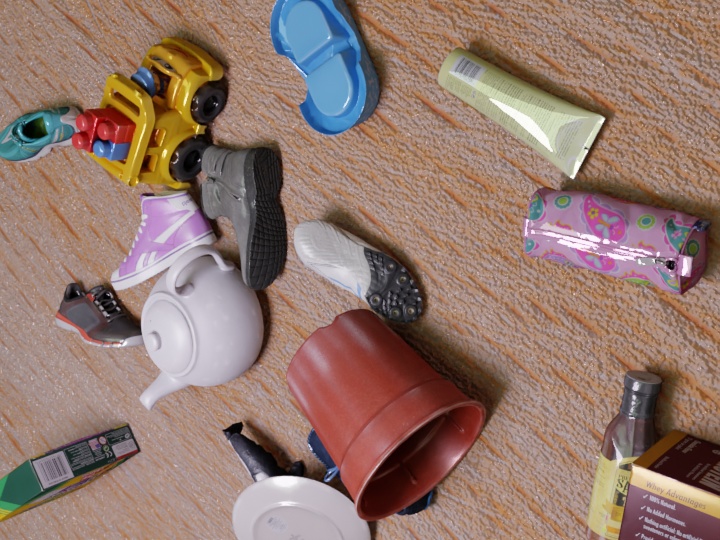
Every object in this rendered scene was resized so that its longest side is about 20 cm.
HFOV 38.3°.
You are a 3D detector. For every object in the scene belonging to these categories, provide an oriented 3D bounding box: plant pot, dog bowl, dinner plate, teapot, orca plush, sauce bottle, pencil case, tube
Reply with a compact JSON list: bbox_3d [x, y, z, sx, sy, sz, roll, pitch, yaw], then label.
[{"bbox_3d":[0.019,0.166,1.286,0.196,0.199,0.202,48,122,29],"label":"plant pot"},{"bbox_3d":[-0.042,-0.273,1.332,0.111,0.049,0.202,-28,82,36],"label":"dog bowl"},{"bbox_3d":[-0.084,0.364,1.425,0.197,0.024,0.203,6,122,10],"label":"dinner plate"},{"bbox_3d":[-0.242,0.077,1.467,0.196,0.145,0.203,-15,91,42],"label":"teapot"},{"bbox_3d":[-0.116,0.294,1.491,0.201,0.071,0.106,52,167,22],"label":"orca plush"},{"bbox_3d":[0.297,0.213,1.157,0.065,0.066,0.203,16,109,33],"label":"sauce bottle"},{"bbox_3d":[0.274,-0.034,1.121,0.198,0.087,0.089,17,108,34],"label":"pencil case"},{"bbox_3d":[0.180,-0.187,1.189,0.199,0.052,0.058,35,158,23],"label":"tube"}]

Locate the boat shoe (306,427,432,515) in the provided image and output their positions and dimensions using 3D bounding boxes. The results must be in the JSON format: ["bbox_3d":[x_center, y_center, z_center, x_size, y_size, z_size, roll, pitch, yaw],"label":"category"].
[{"bbox_3d":[0.003,0.257,1.377,0.198,0.068,0.085,19,109,32],"label":"boat shoe"}]

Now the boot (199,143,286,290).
[{"bbox_3d":[-0.171,-0.077,1.460,0.129,0.067,0.203,4,95,43],"label":"boot"}]

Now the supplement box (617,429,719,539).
[{"bbox_3d":[0.376,0.305,1.074,0.195,0.132,0.203,17,108,33],"label":"supplement box"}]

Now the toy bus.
[{"bbox_3d":[-0.307,-0.220,1.447,0.135,0.191,0.202,35,115,27],"label":"toy bus"}]

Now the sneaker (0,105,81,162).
[{"bbox_3d":[-0.534,-0.226,1.680,0.198,0.079,0.079,-14,90,37],"label":"sneaker"}]

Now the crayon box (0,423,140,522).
[{"bbox_3d":[-0.482,0.327,1.662,0.172,0.199,0.059,-35,78,35],"label":"crayon box"}]

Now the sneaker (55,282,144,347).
[{"bbox_3d":[-0.415,0.068,1.649,0.198,0.077,0.083,16,101,32],"label":"sneaker"}]

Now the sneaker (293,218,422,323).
[{"bbox_3d":[0.000,0.000,1.348,0.199,0.072,0.072,35,89,13],"label":"sneaker"}]

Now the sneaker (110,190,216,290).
[{"bbox_3d":[-0.311,-0.053,1.544,0.199,0.073,0.115,-28,96,25],"label":"sneaker"}]
